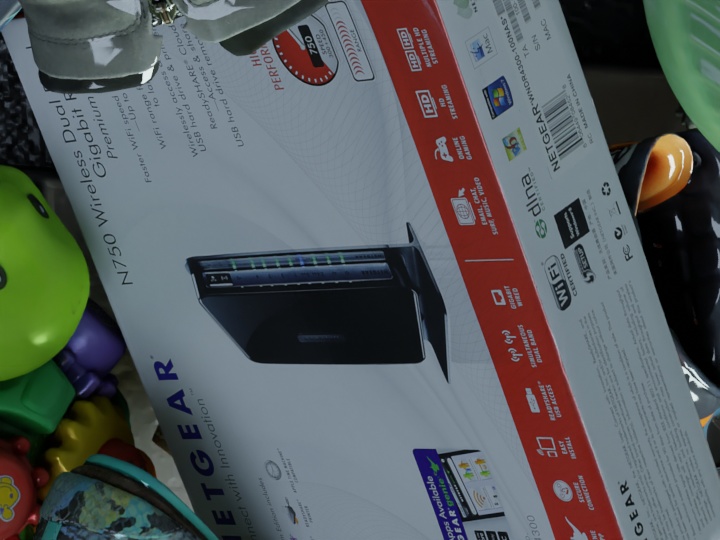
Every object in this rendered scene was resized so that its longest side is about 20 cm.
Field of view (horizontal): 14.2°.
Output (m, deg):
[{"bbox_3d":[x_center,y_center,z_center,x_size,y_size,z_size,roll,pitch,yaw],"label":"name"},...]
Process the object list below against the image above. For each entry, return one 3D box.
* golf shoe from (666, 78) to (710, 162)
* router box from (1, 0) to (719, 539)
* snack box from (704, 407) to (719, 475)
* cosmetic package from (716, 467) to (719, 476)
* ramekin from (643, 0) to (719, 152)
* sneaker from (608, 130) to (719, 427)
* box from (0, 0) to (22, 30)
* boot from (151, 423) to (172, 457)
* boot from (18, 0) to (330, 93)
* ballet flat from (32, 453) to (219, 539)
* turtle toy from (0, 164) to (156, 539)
[{"bbox_3d":[0.139,-0.110,0.864,0.097,0.078,0.200,3,120,2],"label":"golf shoe"},{"bbox_3d":[0.000,0.000,0.855,0.179,0.049,0.200,-4,114,45],"label":"router box"},{"bbox_3d":[0.131,0.070,0.981,0.116,0.037,0.200,-24,112,23],"label":"snack box"},{"bbox_3d":[0.141,0.166,0.970,0.103,0.073,0.200,-19,116,21],"label":"cosmetic package"},{"bbox_3d":[0.187,-0.090,0.805,0.200,0.098,0.200,-9,118,-17],"label":"ramekin"},{"bbox_3d":[0.049,-0.032,0.885,0.200,0.078,0.112,53,138,2],"label":"sneaker"},{"bbox_3d":[-0.098,-0.159,0.835,0.107,0.148,0.200,41,117,-12],"label":"box"},{"bbox_3d":[-0.045,0.153,1.006,0.155,0.073,0.200,-40,113,-5],"label":"boot"},{"bbox_3d":[-0.027,-0.129,0.725,0.200,0.068,0.131,-22,117,28],"label":"boot"},{"bbox_3d":[-0.039,0.131,0.906,0.074,0.074,0.200,-30,130,23],"label":"ballet flat"},{"bbox_3d":[-0.123,0.051,0.917,0.101,0.146,0.200,6,131,19],"label":"turtle toy"}]
